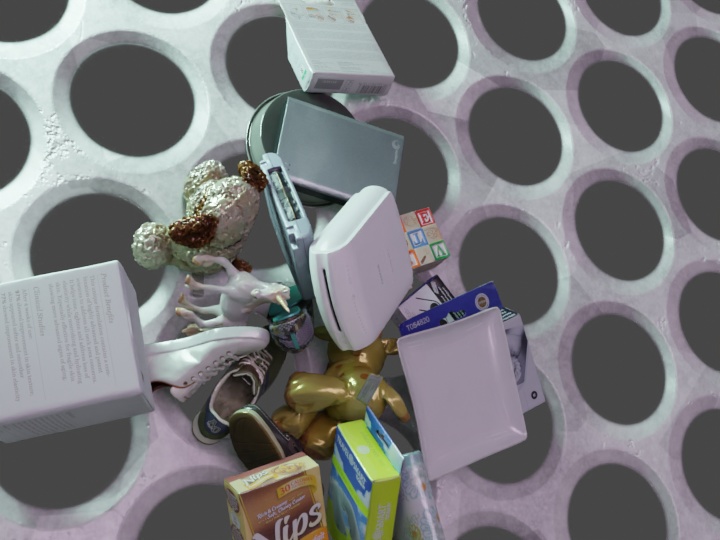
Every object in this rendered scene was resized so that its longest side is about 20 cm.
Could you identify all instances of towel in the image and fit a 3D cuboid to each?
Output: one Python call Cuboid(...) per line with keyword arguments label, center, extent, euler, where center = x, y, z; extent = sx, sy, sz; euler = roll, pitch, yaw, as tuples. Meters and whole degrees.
Cuboid(label="towel", center=(0.061, 0.336, 1.351), extent=(0.048, 0.200, 0.172), euler=(-15, 79, -20))

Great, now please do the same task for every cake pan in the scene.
Cuboid(label="cake pan", center=(-0.080, -0.198, 1.577), extent=(0.199, 0.037, 0.202), euler=(8, 69, -20))

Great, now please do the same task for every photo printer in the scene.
Cuboid(label="photo printer", center=(0.000, 0.000, 1.381), extent=(0.200, 0.069, 0.167), euler=(-52, 134, -51))

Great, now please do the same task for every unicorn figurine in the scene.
Cuboid(label="unicorn figurine", center=(-0.172, 0.038, 1.356), extent=(0.136, 0.200, 0.074), euler=(19, 62, -9))

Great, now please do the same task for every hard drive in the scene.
Cuboid(label="hard drive", center=(-0.034, -0.171, 1.547), extent=(0.199, 0.033, 0.141), euler=(16, 66, -17))

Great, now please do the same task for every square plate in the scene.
Cuboid(label="square plate", center=(0.141, 0.170, 1.422), extent=(0.197, 0.028, 0.202), euler=(-14, 93, -35))

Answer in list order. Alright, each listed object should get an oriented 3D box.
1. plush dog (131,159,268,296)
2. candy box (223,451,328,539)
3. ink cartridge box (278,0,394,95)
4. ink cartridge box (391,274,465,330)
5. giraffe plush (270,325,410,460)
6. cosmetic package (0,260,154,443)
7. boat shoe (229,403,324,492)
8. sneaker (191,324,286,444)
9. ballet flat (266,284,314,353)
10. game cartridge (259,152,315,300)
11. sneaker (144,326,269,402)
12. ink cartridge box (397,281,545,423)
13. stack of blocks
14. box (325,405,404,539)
Cuboid(label="plush dog", center=(-0.200, -0.066, 1.401), extent=(0.160, 0.172, 0.200), euler=(40, 60, -5))
Cuboid(label="candy box", center=(-0.103, 0.350, 1.306), extent=(0.115, 0.055, 0.202), euler=(-15, 109, -27))
Cuboid(label="ink cartridge box", center=(-0.051, -0.373, 1.648), extent=(0.160, 0.050, 0.201), euler=(-4, 53, -33))
Cuboid(label="ink cartridge box", center=(0.140, 0.115, 1.552), extent=(0.094, 0.044, 0.200), euler=(-37, 89, -29))
Cuboid(label="giraffe plush", center=(-0.020, 0.152, 1.419), extent=(0.172, 0.200, 0.163), euler=(33, 34, -19))
Cuboid(label="cosmetic package", center=(-0.372, 0.105, 1.245), extent=(0.198, 0.166, 0.169), euler=(-11, 75, -9))
Cuboid(label="boat shoe", center=(-0.110, 0.253, 1.362), extent=(0.202, 0.071, 0.066), euler=(62, 37, -24))
Cuboid(label="sneaker", center=(-0.153, 0.150, 1.389), extent=(0.067, 0.090, 0.201), euler=(38, 61, -5))
Cuboid(label="ballet flat", center=(-0.094, 0.074, 1.407), extent=(0.071, 0.200, 0.073), euler=(0, 101, -2))
Cuboid(label="game cartridge", center=(-0.098, -0.059, 1.423), extent=(0.041, 0.134, 0.201), euler=(-14, 44, -11))
Cuboid(label="sneaker", center=(-0.211, 0.130, 1.350), extent=(0.198, 0.073, 0.085), euler=(-14, 71, 11))
Cuboid(label="ink cartridge box", center=(0.168, 0.139, 1.489), extent=(0.199, 0.041, 0.201), euler=(-23, 96, -30))
Cuboid(label="stack of blocks", center=(0.036, -0.013, 1.546), extent=(0.199, 0.059, 0.116), euler=(-18, 79, -27))
Cuboid(label="box", center=(0.003, 0.296, 1.324), extent=(0.047, 0.201, 0.122), euler=(-7, 31, -24))
